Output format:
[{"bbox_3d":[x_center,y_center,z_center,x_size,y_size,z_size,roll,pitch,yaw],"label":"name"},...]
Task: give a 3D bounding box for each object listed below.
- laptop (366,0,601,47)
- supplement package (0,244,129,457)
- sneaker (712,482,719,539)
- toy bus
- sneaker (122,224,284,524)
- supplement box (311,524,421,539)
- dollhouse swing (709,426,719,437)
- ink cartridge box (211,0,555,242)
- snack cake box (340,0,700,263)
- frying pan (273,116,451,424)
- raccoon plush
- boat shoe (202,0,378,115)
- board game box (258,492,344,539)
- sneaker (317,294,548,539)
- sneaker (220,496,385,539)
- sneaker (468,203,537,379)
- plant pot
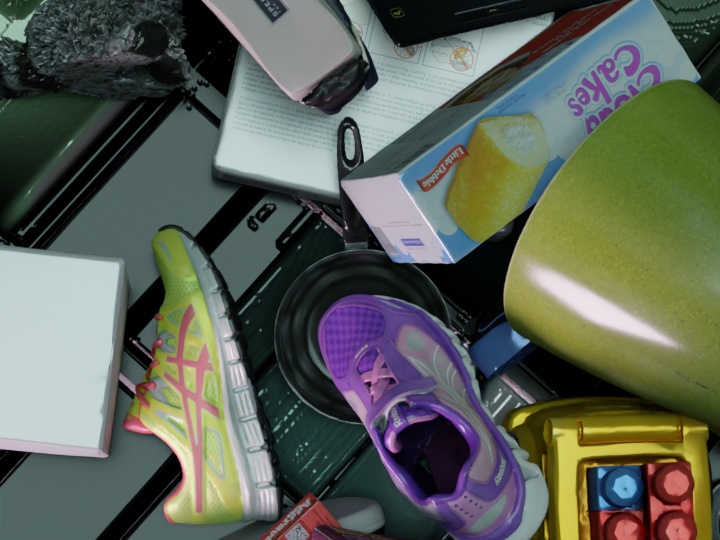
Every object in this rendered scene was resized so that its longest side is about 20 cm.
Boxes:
[{"bbox_3d":[0.066,-0.261,1.357,0.177,0.103,0.200,-15,57,-22],"label":"laptop"},{"bbox_3d":[-0.250,0.046,1.316,0.200,0.120,0.121,7,82,-4],"label":"supplement package"},{"bbox_3d":[0.297,0.208,1.353,0.078,0.077,0.200,-40,70,-6],"label":"sneaker"},{"bbox_3d":[0.163,0.176,1.302,0.136,0.192,0.200,-1,86,-6],"label":"toy bus"},{"bbox_3d":[-0.112,0.070,1.348,0.090,0.078,0.200,-15,84,1],"label":"sneaker"},{"bbox_3d":[0.057,0.228,1.227,0.131,0.200,0.103,10,96,-26],"label":"supplement box"},{"bbox_3d":[0.287,0.012,1.337,0.182,0.176,0.200,35,83,-1],"label":"dollhouse swing"},{"bbox_3d":[0.018,-0.126,1.394,0.200,0.045,0.176,13,84,-4],"label":"ink cartridge box"},{"bbox_3d":[0.097,-0.087,1.314,0.200,0.115,0.067,-37,100,-14],"label":"snack cake box"},{"bbox_3d":[-0.015,0.009,1.368,0.115,0.031,0.190,-26,97,3],"label":"frying pan"},{"bbox_3d":[-0.184,-0.187,1.365,0.200,0.097,0.134,-1,76,-5],"label":"raccoon plush"},{"bbox_3d":[-0.063,-0.179,1.330,0.075,0.093,0.200,-34,78,6],"label":"boat shoe"},{"bbox_3d":[-0.009,0.243,1.324,0.103,0.019,0.200,-42,114,-8],"label":"board game box"},{"bbox_3d":[0.032,0.084,1.287,0.080,0.088,0.200,-46,57,13],"label":"sneaker"},{"bbox_3d":[-0.066,0.226,1.346,0.200,0.073,0.112,-21,100,-10],"label":"sneaker"},{"bbox_3d":[0.129,-0.020,1.385,0.078,0.070,0.200,42,79,9],"label":"sneaker"},{"bbox_3d":[0.220,0.018,1.254,0.200,0.187,0.187,39,81,27],"label":"plant pot"}]
